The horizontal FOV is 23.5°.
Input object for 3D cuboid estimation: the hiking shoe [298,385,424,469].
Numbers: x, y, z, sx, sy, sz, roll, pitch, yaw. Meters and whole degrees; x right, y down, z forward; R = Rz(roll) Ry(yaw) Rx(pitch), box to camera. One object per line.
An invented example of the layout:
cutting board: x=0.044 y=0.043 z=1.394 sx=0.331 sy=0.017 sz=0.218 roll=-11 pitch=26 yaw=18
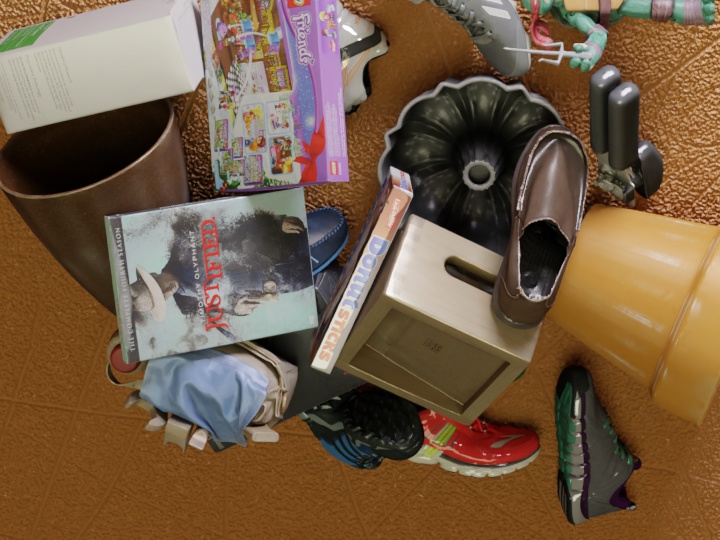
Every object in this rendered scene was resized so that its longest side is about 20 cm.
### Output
hiking shoe: x=0.013 y=0.168 z=1.792 sx=0.074 sy=0.200 sz=0.087 roll=-38 pitch=115 yaw=-19

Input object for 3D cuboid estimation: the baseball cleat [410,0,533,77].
baseball cleat: x=0.086 y=-0.258 z=1.640 sx=0.070 sy=0.106 sz=0.200 roll=-8 pitch=114 yaw=59

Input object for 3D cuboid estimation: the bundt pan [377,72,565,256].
bundt pan: x=0.119 y=-0.109 z=1.720 sx=0.202 sy=0.076 sz=0.202 roll=3 pitch=116 yaw=5

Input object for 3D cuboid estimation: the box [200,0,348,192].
box: x=-0.084 y=-0.179 z=1.664 sx=0.137 sy=0.039 sz=0.200 roll=-3 pitch=91 yaw=32

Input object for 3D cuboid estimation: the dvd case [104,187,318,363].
dvd case: x=-0.142 y=0.003 z=1.678 sx=0.200 sy=0.022 sz=0.146 roll=-9 pitch=101 yaw=-21

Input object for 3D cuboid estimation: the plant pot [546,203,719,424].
plant pot: x=0.292 y=0.026 z=1.713 sx=0.183 sy=0.200 sz=0.200 roll=23 pitch=117 yaw=13

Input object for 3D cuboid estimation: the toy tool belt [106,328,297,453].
toy tool belt: x=-0.168 y=0.116 z=1.717 sx=0.200 sy=0.123 sz=0.125 roll=16 pitch=113 yaw=2

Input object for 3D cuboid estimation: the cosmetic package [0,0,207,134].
cosmetic package: x=-0.256 y=-0.207 z=1.700 sx=0.200 sy=0.108 sz=0.085 roll=-13 pitch=111 yaw=11

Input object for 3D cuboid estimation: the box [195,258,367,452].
box: x=-0.093 y=0.084 z=1.819 sx=0.200 sy=0.106 sz=0.122 roll=-27 pitch=109 yaw=17

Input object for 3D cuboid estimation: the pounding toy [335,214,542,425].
pounding toy: x=0.099 y=0.051 z=1.719 sx=0.200 sy=0.142 sz=0.184 roll=25 pitch=146 yaw=-7

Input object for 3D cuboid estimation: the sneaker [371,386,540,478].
sneaker: x=0.097 y=0.166 z=1.856 sx=0.200 sy=0.077 sz=0.085 roll=8 pitch=111 yaw=2

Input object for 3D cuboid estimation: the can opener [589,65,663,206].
can opener: x=0.253 y=-0.130 z=1.669 sx=0.066 sy=0.053 sz=0.200 roll=-40 pitch=151 yaw=-10

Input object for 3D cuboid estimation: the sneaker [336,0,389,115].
sneaker: x=-0.037 y=-0.164 z=1.714 sx=0.080 sy=0.074 sz=0.200 roll=24 pitch=116 yaw=-7

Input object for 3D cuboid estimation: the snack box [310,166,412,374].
snack box: x=0.000 y=0.000 z=1.686 sx=0.024 sy=0.072 sz=0.200 roll=23 pitch=106 yaw=-8

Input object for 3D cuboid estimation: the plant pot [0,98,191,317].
plant pot: x=-0.243 y=-0.053 z=1.747 sx=0.187 sy=0.187 sz=0.200 roll=-12 pitch=126 yaw=12

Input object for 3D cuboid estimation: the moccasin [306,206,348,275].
moccasin: x=-0.099 y=-0.016 z=1.744 sx=0.200 sy=0.080 sz=0.068 roll=-31 pitch=130 yaw=-22

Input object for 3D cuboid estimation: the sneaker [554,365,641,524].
sneaker: x=0.257 y=0.181 z=1.855 sx=0.087 sy=0.074 sz=0.200 roll=-8 pitch=124 yaw=-5

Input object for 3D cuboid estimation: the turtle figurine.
turtle figurine: x=0.226 y=-0.265 z=1.620 sx=0.200 sy=0.101 sz=0.150 roll=-7 pitch=98 yaw=1

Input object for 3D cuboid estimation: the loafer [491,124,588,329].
loafer: x=0.179 y=-0.044 z=1.617 sx=0.073 sy=0.071 sz=0.200 roll=13 pitch=77 yaw=-10
